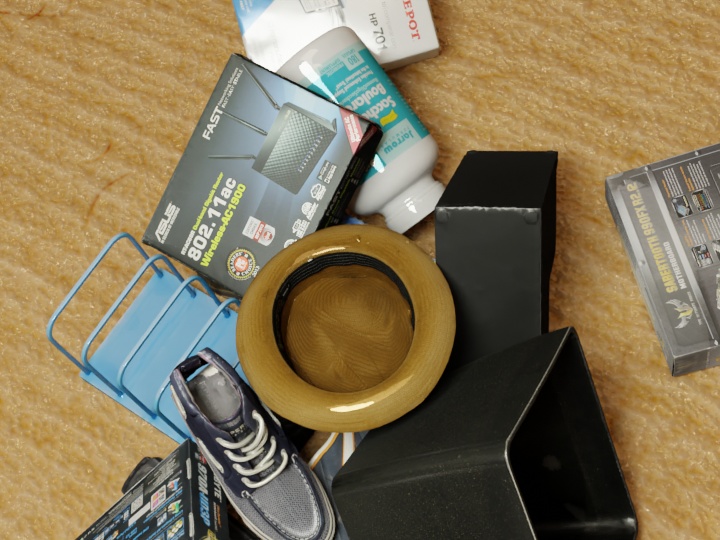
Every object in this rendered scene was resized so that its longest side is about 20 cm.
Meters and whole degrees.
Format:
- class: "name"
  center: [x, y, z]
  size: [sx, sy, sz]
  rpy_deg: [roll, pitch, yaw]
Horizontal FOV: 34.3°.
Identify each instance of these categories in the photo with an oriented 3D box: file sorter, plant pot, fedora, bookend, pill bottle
- class: "file sorter"
  center: [-0.177, 0.075, 1.115]
  size: [0.200, 0.123, 0.139]
  rpy_deg: [29, 74, 23]
- class: "plant pot"
  center: [0.096, 0.185, 0.939]
  size: [0.177, 0.200, 0.200]
  rpy_deg: [-11, 19, 30]
- class: "fedora"
  center: [-0.008, 0.058, 0.994]
  size: [0.200, 0.082, 0.201]
  rpy_deg: [-7, 57, 11]
- class: "bookend"
  center: [0.131, 0.007, 1.082]
  size: [0.092, 0.200, 0.200]
  rpy_deg: [2, 21, 13]
- class: "pill bottle"
  center: [0.003, -0.133, 1.156]
  size: [0.111, 0.111, 0.200]
  rpy_deg: [-38, 91, -7]

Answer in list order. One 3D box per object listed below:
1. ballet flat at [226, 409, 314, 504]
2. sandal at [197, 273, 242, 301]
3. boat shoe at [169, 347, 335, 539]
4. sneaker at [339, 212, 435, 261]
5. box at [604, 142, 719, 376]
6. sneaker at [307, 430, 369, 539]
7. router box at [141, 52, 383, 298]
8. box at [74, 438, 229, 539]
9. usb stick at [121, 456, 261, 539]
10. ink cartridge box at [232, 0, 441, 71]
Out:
- class: "ballet flat"
  center: [-0.074, 0.139, 1.095]
  size: [0.057, 0.067, 0.200]
  rpy_deg: [33, 68, 24]
- class: "sandal"
  center: [-0.083, 0.014, 1.159]
  size: [0.199, 0.055, 0.082]
  rpy_deg: [18, 60, 29]
- class: "boat shoe"
  center: [-0.093, 0.151, 0.962]
  size: [0.075, 0.093, 0.200]
  rpy_deg: [-39, 81, -12]
- class: "sneaker"
  center: [0.000, 0.000, 1.144]
  size: [0.200, 0.066, 0.079]
  rpy_deg: [29, 76, 23]
- class: "box"
  center: [0.334, -0.018, 1.086]
  size: [0.158, 0.048, 0.201]
  rpy_deg: [-17, 62, 5]
- class: "sneaker"
  center: [-0.011, 0.216, 1.035]
  size: [0.079, 0.079, 0.201]
  rpy_deg: [2, 57, 10]
- class: "router box"
  center: [-0.090, -0.078, 1.077]
  size: [0.149, 0.062, 0.201]
  rpy_deg: [27, 94, 14]
- class: "box"
  center: [-0.197, 0.260, 0.997]
  size: [0.200, 0.046, 0.159]
  rpy_deg: [-42, 27, 13]
- class: "usb stick"
  center: [-0.140, 0.245, 1.075]
  size: [0.200, 0.033, 0.056]
  rpy_deg: [33, 82, 24]
- class: "ink cartridge box"
  center: [-0.027, -0.276, 1.243]
  size: [0.199, 0.086, 0.147]
  rpy_deg: [-15, 93, 7]
